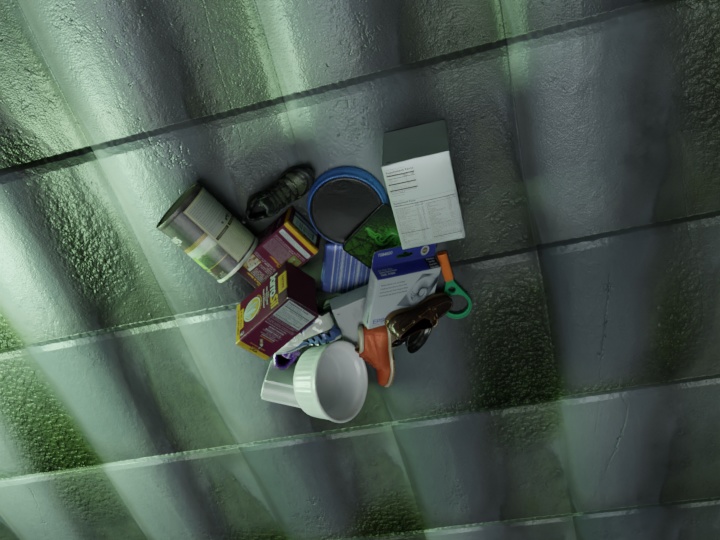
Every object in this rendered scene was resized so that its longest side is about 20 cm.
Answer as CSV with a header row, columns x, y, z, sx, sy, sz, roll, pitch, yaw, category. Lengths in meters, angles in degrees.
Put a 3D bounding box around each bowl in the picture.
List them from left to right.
x,y,z,sx,sy,sz,roll,pitch,yaw,category
-0.031,-0.149,1.569,0.197,0.040,0.203,2,122,3,bowl

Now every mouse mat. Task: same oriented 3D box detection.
x,y,z,sx,sy,sz,roll,pitch,yaw,category
0.073,-0.060,1.600,0.199,0.008,0.161,33,112,-31,mouse mat

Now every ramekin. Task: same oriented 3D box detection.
x,y,z,sx,sy,sz,roll,pitch,yaw,category
-0.079,0.282,1.664,0.097,0.201,0.202,-8,125,40,ramekin

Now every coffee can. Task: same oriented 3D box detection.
x,y,z,sx,sy,sz,roll,pitch,yaw,category
-0.365,-0.091,1.570,0.146,0.147,0.200,-37,113,24,coffee can

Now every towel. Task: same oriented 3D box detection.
x,y,z,sx,sy,sz,roll,pitch,yaw,category
0.000,0.000,1.670,0.197,0.024,0.147,6,123,-1,towel

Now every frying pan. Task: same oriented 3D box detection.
x,y,z,sx,sy,sz,roll,pitch,yaw,category
0.128,0.179,1.693,0.031,0.189,0.116,29,135,31,frying pan

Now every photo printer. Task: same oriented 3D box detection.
x,y,z,sx,sy,sz,roll,pitch,yaw,category
-0.165,0.315,1.796,0.197,0.167,0.071,13,104,-3,photo printer

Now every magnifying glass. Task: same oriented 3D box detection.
x,y,z,sx,sy,sz,roll,pitch,yaw,category
0.232,0.039,1.675,0.078,0.023,0.202,-13,122,13,magnifying glass

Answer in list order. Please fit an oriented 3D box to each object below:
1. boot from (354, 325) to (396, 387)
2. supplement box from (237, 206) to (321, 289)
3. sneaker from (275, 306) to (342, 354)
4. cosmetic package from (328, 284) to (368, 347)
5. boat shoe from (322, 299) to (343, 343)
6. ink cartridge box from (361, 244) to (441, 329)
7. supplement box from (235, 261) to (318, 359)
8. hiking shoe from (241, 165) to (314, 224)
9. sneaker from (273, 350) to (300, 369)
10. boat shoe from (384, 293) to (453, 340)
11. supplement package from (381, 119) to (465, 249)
x,y,z,sx,sy,sz,roll,pitch,yaw,category
0.038,0.220,1.693,0.105,0.075,0.203,-7,119,-7,boot
-0.205,-0.046,1.619,0.199,0.086,0.110,-37,113,24,supplement box
-0.151,0.137,1.672,0.197,0.081,0.117,-15,96,15,sneaker
0.020,0.133,1.697,0.149,0.052,0.202,-22,128,-2,cosmetic package
-0.082,0.175,1.761,0.074,0.061,0.203,0,122,5,boat shoe
0.105,0.034,1.598,0.197,0.041,0.203,-12,127,-31,ink cartridge box
-0.205,0.100,1.590,0.199,0.132,0.103,-40,126,24,supplement box
-0.190,-0.168,1.534,0.199,0.101,0.076,-31,115,22,hiking shoe
-0.180,0.192,1.765,0.080,0.089,0.201,28,119,-11,sneaker
0.157,0.119,1.623,0.198,0.070,0.071,-22,135,-25,boat shoe
0.140,-0.191,1.437,0.145,0.192,0.202,-11,121,11,supplement package
